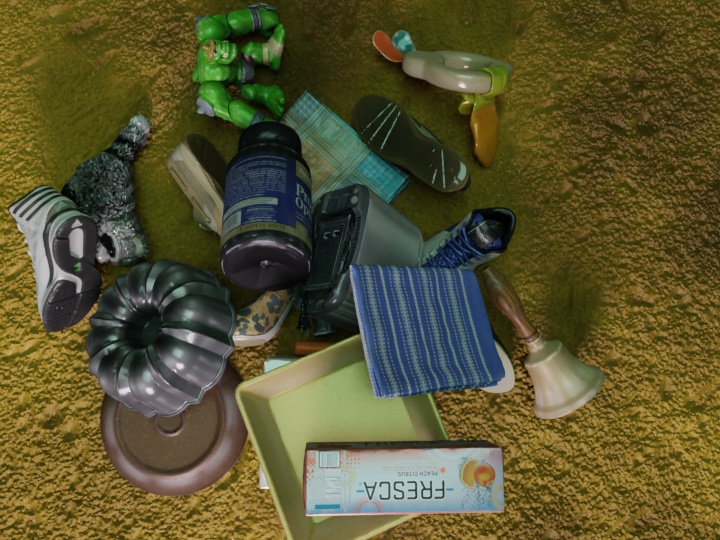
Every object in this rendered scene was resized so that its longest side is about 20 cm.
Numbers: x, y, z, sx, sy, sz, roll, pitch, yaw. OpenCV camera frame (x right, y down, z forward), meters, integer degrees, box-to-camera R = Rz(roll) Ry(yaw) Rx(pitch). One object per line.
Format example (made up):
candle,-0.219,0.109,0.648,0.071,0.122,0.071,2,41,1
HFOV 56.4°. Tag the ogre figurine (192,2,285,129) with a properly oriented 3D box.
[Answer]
ogre figurine,-0.167,-0.274,0.922,0.118,0.098,0.203,0,96,-20

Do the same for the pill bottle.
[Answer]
pill bottle,-0.116,-0.085,0.842,0.110,0.112,0.202,-1,57,-3

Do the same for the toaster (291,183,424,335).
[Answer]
toaster,0.000,0.000,0.850,0.128,0.113,0.202,25,68,-35

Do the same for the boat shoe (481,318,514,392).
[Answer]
boat shoe,0.144,0.082,0.871,0.073,0.063,0.202,-22,122,31

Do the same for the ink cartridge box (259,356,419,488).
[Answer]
ink cartridge box,-0.021,0.184,0.834,0.197,0.145,0.149,3,83,-3

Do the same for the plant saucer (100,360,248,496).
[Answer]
plant saucer,-0.245,0.193,0.877,0.198,0.037,0.203,0,83,-3

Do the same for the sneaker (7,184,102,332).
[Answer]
sneaker,-0.389,-0.022,0.853,0.115,0.202,0.075,43,41,23

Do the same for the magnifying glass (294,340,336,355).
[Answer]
magnifying glass,0.012,0.107,0.890,0.197,0.080,0.023,3,85,8

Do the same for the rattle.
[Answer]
rattle,0.109,-0.253,0.963,0.198,0.144,0.131,13,48,14

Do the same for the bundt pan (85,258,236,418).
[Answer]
bundt pan,-0.258,0.075,0.832,0.200,0.076,0.204,-9,67,20

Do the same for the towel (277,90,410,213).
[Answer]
towel,-0.048,-0.139,0.942,0.200,0.022,0.147,41,81,3

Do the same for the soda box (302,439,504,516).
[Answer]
soda box,0.041,0.207,0.678,0.197,0.068,0.064,1,82,-4

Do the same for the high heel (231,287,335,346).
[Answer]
high heel,-0.134,0.024,0.894,0.197,0.071,0.144,-5,77,-8

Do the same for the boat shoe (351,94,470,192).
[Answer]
boat shoe,0.071,-0.169,0.932,0.200,0.066,0.072,40,97,23

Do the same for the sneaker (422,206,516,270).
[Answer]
sneaker,0.128,-0.030,0.888,0.198,0.115,0.081,-35,84,-6

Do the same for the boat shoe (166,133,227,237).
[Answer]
boat shoe,-0.191,-0.086,0.911,0.064,0.071,0.201,-34,85,28

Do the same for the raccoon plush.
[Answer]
raccoon plush,-0.302,-0.100,0.892,0.133,0.097,0.201,34,81,-6

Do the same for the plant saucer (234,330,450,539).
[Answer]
plant saucer,-0.012,0.183,0.736,0.198,0.048,0.202,-21,84,-8

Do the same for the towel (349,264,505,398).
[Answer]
towel,0.079,0.063,0.745,0.198,0.024,0.147,2,69,-41

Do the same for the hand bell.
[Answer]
hand bell,0.215,0.078,0.864,0.104,0.104,0.201,-36,96,-7
